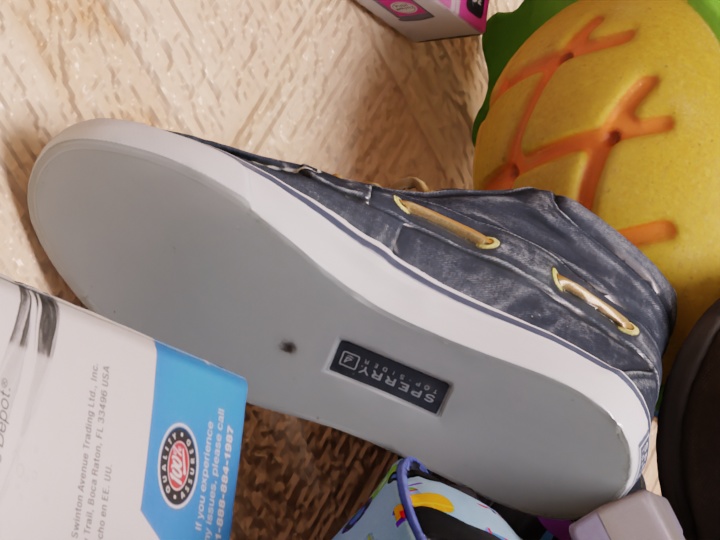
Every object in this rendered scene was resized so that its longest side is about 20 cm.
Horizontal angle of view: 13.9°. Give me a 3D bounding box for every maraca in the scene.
[{"bbox_3d":[0.088,-0.042,1.000,0.107,0.137,0.200,9,37,-30],"label":"maraca"}]

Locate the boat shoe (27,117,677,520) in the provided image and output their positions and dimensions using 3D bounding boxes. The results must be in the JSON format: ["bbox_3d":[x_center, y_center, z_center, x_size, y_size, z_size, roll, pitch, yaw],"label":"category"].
[{"bbox_3d":[0.000,0.000,0.898,0.071,0.200,0.091,-61,-178,35],"label":"boat shoe"}]

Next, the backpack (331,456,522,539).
[{"bbox_3d":[0.024,0.163,0.825,0.200,0.134,0.183,60,6,-38],"label":"backpack"}]

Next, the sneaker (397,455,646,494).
[{"bbox_3d":[0.060,0.073,1.011,0.074,0.082,0.200,-84,157,-61],"label":"sneaker"}]

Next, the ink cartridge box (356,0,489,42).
[{"bbox_3d":[-0.016,-0.157,0.979,0.200,0.037,0.095,29,63,-48],"label":"ink cartridge box"}]

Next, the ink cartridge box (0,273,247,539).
[{"bbox_3d":[-0.125,0.074,0.756,0.200,0.084,0.146,27,66,-51],"label":"ink cartridge box"}]

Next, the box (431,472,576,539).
[{"bbox_3d":[0.059,0.152,0.974,0.143,0.036,0.200,-49,129,2],"label":"box"}]

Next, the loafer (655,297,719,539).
[{"bbox_3d":[0.144,0.094,0.932,0.073,0.071,0.200,-21,118,-29],"label":"loafer"}]

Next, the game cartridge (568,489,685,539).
[{"bbox_3d":[0.116,0.158,0.843,0.200,0.038,0.130,64,9,9],"label":"game cartridge"}]

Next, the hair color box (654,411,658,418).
[{"bbox_3d":[0.159,0.020,1.191,0.200,0.060,0.100,36,59,-49],"label":"hair color box"}]
